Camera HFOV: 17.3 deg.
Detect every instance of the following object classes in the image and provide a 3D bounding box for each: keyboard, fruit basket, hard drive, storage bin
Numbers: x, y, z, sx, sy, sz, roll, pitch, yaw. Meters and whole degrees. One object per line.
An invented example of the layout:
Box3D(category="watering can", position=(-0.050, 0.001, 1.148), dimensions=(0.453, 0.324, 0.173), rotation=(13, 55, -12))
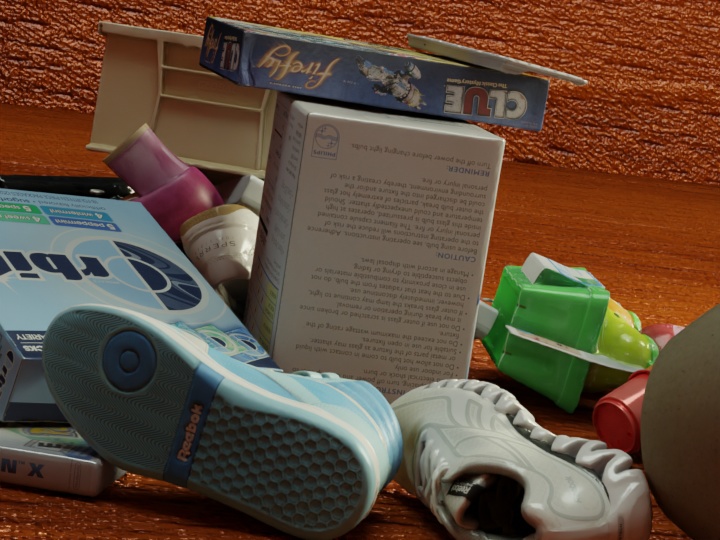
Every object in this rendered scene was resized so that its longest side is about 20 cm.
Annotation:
Box3D(category="keyboard", position=(0.084, -0.135, 1.505), dimensions=(0.056, 0.011, 0.200), rotation=(8, 8, -17))
Box3D(category="fruit basket", position=(0.191, 0.051, 1.674), dimensions=(0.199, 0.094, 0.185), rotation=(10, 8, -4))
Box3D(category="hard drive", position=(-0.010, -0.007, 1.684), dimensions=(0.199, 0.027, 0.132), rotation=(29, -9, -12))
Box3D(category="storage bin", position=(-0.071, -0.108, 1.736), dimensions=(0.197, 0.094, 0.200), rotation=(10, -2, 18))

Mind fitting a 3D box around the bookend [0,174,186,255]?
Box3D(category="bookend", position=(-0.150, -0.011, 1.794), dimensions=(0.199, 0.093, 0.198), rotation=(0, 11, -38))

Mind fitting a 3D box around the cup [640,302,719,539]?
Box3D(category="cup", position=(0.227, 0.082, 1.196), dimensions=(0.143, 0.202, 0.200), rotation=(-2, 1, 37))

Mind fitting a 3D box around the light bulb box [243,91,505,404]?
Box3D(category="light bulb box", position=(0.000, 0.000, 1.467), dimensions=(0.124, 0.201, 0.198), rotation=(8, 8, -8))

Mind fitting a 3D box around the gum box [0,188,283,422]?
Box3D(category="gum box", position=(-0.165, 0.019, 1.374), dimensions=(0.169, 0.045, 0.200), rotation=(5, 28, -36))

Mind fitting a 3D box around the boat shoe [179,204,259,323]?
Box3D(category="boat shoe", position=(-0.060, 0.027, 1.634), dimensions=(0.071, 0.070, 0.200), rotation=(-27, -33, 18))

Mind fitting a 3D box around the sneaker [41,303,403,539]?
Box3D(category="sneaker", position=(-0.067, 0.076, 1.268), dimensions=(0.199, 0.080, 0.130), rotation=(29, 13, 14))

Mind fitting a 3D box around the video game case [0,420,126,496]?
Box3D(category="video game case", position=(-0.207, 0.084, 1.332), dimensions=(0.181, 0.022, 0.200), rotation=(8, 8, 9))

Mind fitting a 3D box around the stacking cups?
Box3D(category="stacking cups", position=(0.228, 0.061, 1.557), dimensions=(0.199, 0.061, 0.060), rotation=(-23, 25, -36))

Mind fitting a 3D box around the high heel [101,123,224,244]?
Box3D(category="high heel", position=(-0.184, -0.002, 1.612), dimensions=(0.096, 0.200, 0.067), rotation=(47, -5, -7))

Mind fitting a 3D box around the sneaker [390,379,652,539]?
Box3D(category="sneaker", position=(0.062, 0.108, 1.253), dimensions=(0.081, 0.076, 0.200), rotation=(-10, 16, -35))

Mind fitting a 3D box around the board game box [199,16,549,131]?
Box3D(category="board game box", position=(0.006, -0.126, 1.517), dimensions=(0.199, 0.035, 0.135), rotation=(8, 7, -15))
